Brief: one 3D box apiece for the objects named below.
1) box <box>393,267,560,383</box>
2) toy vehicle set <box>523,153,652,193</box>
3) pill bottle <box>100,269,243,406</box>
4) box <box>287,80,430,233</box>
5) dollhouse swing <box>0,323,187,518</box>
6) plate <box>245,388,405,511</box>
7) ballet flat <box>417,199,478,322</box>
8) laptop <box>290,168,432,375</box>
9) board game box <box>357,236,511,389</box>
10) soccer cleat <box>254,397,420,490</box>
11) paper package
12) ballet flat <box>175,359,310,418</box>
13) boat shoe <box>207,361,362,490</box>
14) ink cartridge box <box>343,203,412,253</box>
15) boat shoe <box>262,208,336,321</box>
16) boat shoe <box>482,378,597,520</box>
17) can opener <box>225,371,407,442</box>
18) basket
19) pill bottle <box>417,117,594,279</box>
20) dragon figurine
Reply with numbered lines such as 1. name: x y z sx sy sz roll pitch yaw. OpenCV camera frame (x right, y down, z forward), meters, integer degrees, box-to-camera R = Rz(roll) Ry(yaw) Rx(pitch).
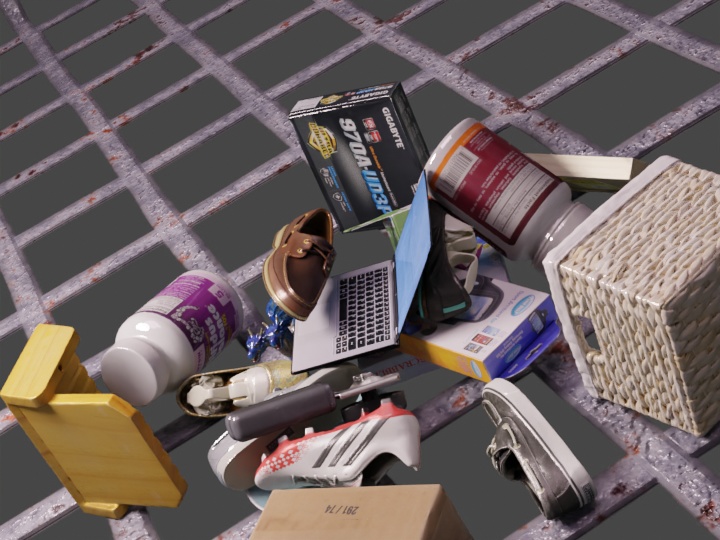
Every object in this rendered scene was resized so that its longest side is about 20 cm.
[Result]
1. box: 0.126 0.059 1.583 0.119 0.042 0.200 -42 33 -25
2. toy vehicle set: 0.282 -0.119 1.744 0.200 0.124 0.027 7 87 41
3. pill bottle: -0.239 0.087 1.778 0.112 0.112 0.200 -6 23 30
4. box: 0.012 -0.149 1.900 0.159 0.200 0.046 -6 34 28
5. dollhouse swing: -0.284 0.168 1.644 0.176 0.200 0.182 -14 33 21
6. plate: -0.036 0.207 1.576 0.200 0.026 0.200 -19 33 13
7. ballet flat: 0.101 -0.014 1.620 0.068 0.068 0.200 -8 42 8
8. laptop: 0.000 0.000 1.614 0.200 0.116 0.187 -16 29 9
9. board game box: 0.088 0.044 1.709 0.200 0.041 0.200 -21 32 8
10. soccer cleat: -0.025 0.205 1.486 0.200 0.069 0.085 -24 60 19
11. paper package: -0.012 0.302 1.342 0.200 0.104 0.191 -8 34 28
12. ballet flat: -0.146 0.145 1.680 0.200 0.071 0.071 -12 32 43
13. boat shoe: -0.089 0.163 1.588 0.201 0.070 0.072 -38 36 -14
14. ink cartridge box: 0.085 -0.061 1.796 0.200 0.059 0.104 -21 4 -5
15. boat shoe: -0.067 -0.014 1.662 0.068 0.072 0.200 -45 19 23
16. boat shoe: 0.162 0.178 1.428 0.064 0.071 0.200 -29 33 -7
17. can opener: -0.043 0.157 1.527 0.200 0.067 0.053 -18 2 -17
18. basket: 0.324 0.025 1.421 0.200 0.198 0.161 -40 38 -22
19. pill bottle: 0.178 -0.083 1.679 0.200 0.114 0.114 37 60 12
20. dragon figurine: -0.078 0.058 1.755 0.059 0.099 0.200 -6 36 29
